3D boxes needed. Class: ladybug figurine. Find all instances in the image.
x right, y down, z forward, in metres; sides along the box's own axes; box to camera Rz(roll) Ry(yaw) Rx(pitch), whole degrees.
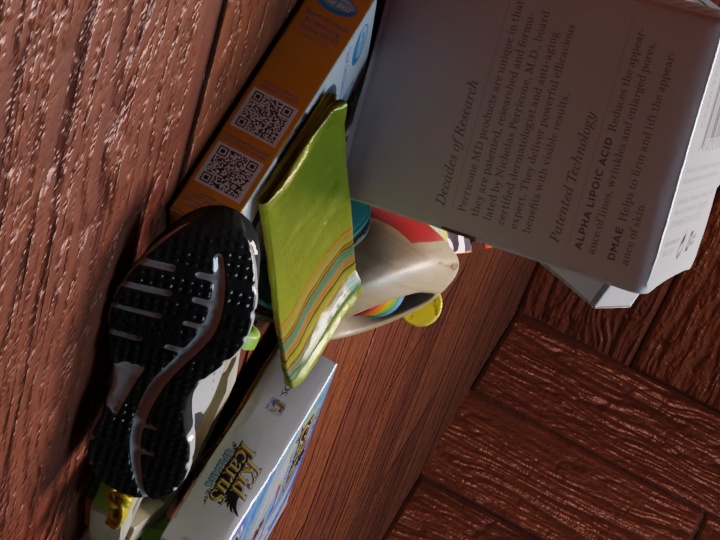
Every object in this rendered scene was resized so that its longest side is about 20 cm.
[{"bbox_3d":[0.000,0.000,1.537,0.135,0.072,0.200,-24,172,10],"label":"ladybug figurine"}]

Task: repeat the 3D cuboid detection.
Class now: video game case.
[{"bbox_3d":[-0.089,0.171,1.459,0.182,0.045,0.200,-60,174,-36],"label":"video game case"}]

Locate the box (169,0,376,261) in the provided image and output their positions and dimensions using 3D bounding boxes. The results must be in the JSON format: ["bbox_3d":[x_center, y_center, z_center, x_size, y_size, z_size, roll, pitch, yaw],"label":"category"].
[{"bbox_3d":[-0.045,-0.077,1.217,0.201,0.041,0.119,-57,171,-24],"label":"box"}]

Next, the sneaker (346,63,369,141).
[{"bbox_3d":[0.030,-0.117,1.469,0.080,0.070,0.201,-41,158,-40],"label":"sneaker"}]

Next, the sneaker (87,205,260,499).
[{"bbox_3d":[-0.101,0.032,1.154,0.080,0.073,0.201,-75,-171,-49],"label":"sneaker"}]

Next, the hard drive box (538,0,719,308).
[{"bbox_3d":[0.168,-0.100,1.418,0.201,0.156,0.077,-54,159,16],"label":"hard drive box"}]

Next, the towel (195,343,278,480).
[{"bbox_3d":[-0.076,0.095,1.618,0.201,0.018,0.086,-59,174,-34],"label":"towel"}]

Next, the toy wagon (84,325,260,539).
[{"bbox_3d":[-0.125,0.108,1.309,0.156,0.039,0.200,-65,171,14],"label":"toy wagon"}]

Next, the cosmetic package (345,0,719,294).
[{"bbox_3d":[0.119,-0.100,1.298,0.165,0.199,0.166,-15,121,-70],"label":"cosmetic package"}]

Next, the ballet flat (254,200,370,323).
[{"bbox_3d":[-0.051,-0.004,1.348,0.064,0.068,0.200,-32,-174,29],"label":"ballet flat"}]

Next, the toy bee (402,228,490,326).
[{"bbox_3d":[0.049,-0.035,1.708,0.200,0.108,0.132,-62,141,-63],"label":"toy bee"}]

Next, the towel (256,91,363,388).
[{"bbox_3d":[-0.027,-0.013,1.236,0.086,0.018,0.201,-60,162,-27],"label":"towel"}]
